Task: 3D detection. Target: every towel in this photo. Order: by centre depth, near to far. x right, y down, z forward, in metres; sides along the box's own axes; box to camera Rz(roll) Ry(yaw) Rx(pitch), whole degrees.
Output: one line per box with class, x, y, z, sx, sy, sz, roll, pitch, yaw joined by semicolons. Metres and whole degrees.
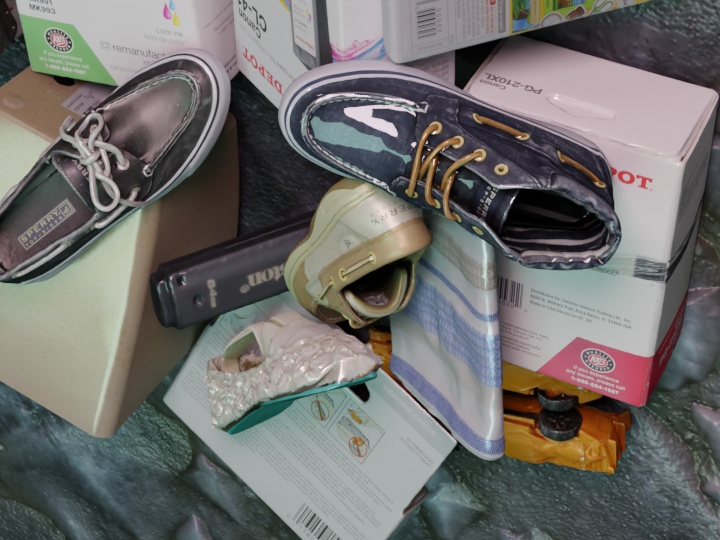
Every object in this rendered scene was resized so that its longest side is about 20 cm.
towel;0.048;0.008;1.227;0.147;0.024;0.202;-138;37;-56

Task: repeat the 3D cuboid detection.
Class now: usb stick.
usb stick;-0.044;-0.012;1.285;0.056;0.198;0.033;88;157;-48

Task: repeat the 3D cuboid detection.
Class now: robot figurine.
robot figurine;0.089;0.075;1.350;0.198;0.058;0.146;13;131;22

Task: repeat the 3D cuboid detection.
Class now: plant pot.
plant pot;-0.191;-0.042;1.344;0.199;0.200;0.178;30;125;7

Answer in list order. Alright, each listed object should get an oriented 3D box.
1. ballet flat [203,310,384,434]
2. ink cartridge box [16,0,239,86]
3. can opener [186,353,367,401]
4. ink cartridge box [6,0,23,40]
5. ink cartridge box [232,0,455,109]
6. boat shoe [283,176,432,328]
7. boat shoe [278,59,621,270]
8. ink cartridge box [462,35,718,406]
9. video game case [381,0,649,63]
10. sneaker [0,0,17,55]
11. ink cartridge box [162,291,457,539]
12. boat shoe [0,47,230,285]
ballet flat;-0.057;0.063;1.289;0.072;0.072;0.200;47;149;-11
ink cartridge box;-0.152;-0.222;1.234;0.144;0.088;0.201;13;129;23
can opener;-0.045;0.109;1.458;0.199;0.064;0.079;28;136;8
ink cartridge box;-0.303;-0.191;1.333;0.067;0.115;0.201;3;128;31
ink cartridge box;-0.013;-0.182;1.138;0.148;0.085;0.201;47;147;43
boat shoe;0.000;0.000;1.207;0.067;0.074;0.200;62;165;15
boat shoe;0.052;-0.059;1.072;0.198;0.091;0.071;13;115;-9
ink cartridge box;0.136;-0.032;1.213;0.144;0.084;0.201;18;133;18
video game case;0.094;-0.219;1.041;0.180;0.023;0.201;-15;131;-12
sneaker;-0.264;-0.187;1.279;0.060;0.201;0.104;9;152;35
ink cartridge box;-0.032;0.100;1.382;0.200;0.043;0.174;43;128;11
boat shoe;-0.165;-0.064;1.202;0.199;0.068;0.074;-36;87;11
